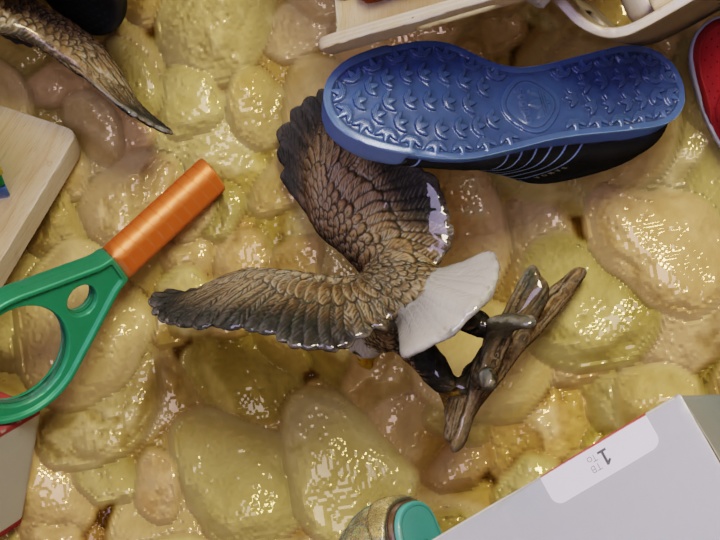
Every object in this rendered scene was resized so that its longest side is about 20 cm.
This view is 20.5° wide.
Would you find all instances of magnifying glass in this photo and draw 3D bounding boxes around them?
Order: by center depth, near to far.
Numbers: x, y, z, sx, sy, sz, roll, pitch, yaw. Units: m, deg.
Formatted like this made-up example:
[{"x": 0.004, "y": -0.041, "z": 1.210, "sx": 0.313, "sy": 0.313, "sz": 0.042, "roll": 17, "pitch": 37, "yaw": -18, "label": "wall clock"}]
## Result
[{"x": -0.158, "y": 0.009, "z": 1.154, "sx": 0.200, "sy": 0.080, "sz": 0.022, "roll": -42, "pitch": 43, "yaw": -11, "label": "magnifying glass"}]

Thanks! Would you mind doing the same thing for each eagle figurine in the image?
[{"x": -0.003, "y": 0.005, "z": 1.088, "sx": 0.199, "sy": 0.152, "sz": 0.152, "roll": 35, "pitch": 118, "yaw": 10, "label": "eagle figurine"}, {"x": -0.200, "y": -0.156, "z": 1.137, "sx": 0.198, "sy": 0.152, "sz": 0.153, "roll": 1, "pitch": 85, "yaw": -4, "label": "eagle figurine"}]

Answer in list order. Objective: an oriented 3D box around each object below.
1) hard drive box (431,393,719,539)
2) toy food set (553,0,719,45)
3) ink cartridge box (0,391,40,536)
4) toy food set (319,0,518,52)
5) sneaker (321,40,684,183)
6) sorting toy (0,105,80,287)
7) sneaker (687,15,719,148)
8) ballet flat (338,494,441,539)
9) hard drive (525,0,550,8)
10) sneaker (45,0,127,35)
[{"x": 0.129, "y": 0.132, "z": 1.006, "sx": 0.155, "sy": 0.200, "sz": 0.077, "roll": -32, "pitch": 79, "yaw": 12, "label": "hard drive box"}, {"x": 0.197, "y": -0.181, "z": 1.029, "sx": 0.199, "sy": 0.143, "sz": 0.061, "roll": -29, "pitch": 87, "yaw": 14, "label": "toy food set"}, {"x": -0.312, "y": 0.104, "z": 1.166, "sx": 0.198, "sy": 0.147, "sz": 0.084, "roll": 19, "pitch": 110, "yaw": 18, "label": "ink cartridge box"}, {"x": 0.035, "y": -0.215, "z": 0.997, "sx": 0.142, "sy": 0.060, "sz": 0.202, "roll": -14, "pitch": 68, "yaw": 20, "label": "toy food set"}, {"x": 0.070, "y": -0.076, "z": 1.057, "sx": 0.198, "sy": 0.078, "sz": 0.071, "roll": -1, "pitch": 69, "yaw": -15, "label": "sneaker"}, {"x": -0.300, "y": -0.042, "z": 1.169, "sx": 0.197, "sy": 0.070, "sz": 0.201, "roll": 18, "pitch": 62, "yaw": 17, "label": "sorting toy"}, {"x": 0.230, "y": -0.054, "z": 1.030, "sx": 0.071, "sy": 0.112, "sz": 0.201, "roll": -33, "pitch": 78, "yaw": 12, "label": "sneaker"}, {"x": 0.037, "y": 0.225, "z": 1.105, "sx": 0.070, "sy": 0.071, "sz": 0.202, "roll": -21, "pitch": 82, "yaw": 15, "label": "ballet flat"}, {"x": 0.128, "y": -0.234, "z": 1.059, "sx": 0.200, "sy": 0.027, "sz": 0.132, "roll": -45, "pitch": 38, "yaw": -3, "label": "hard drive"}, {"x": -0.171, "y": -0.251, "z": 1.188, "sx": 0.067, "sy": 0.108, "sz": 0.203, "roll": -8, "pitch": 120, "yaw": 36, "label": "sneaker"}]
